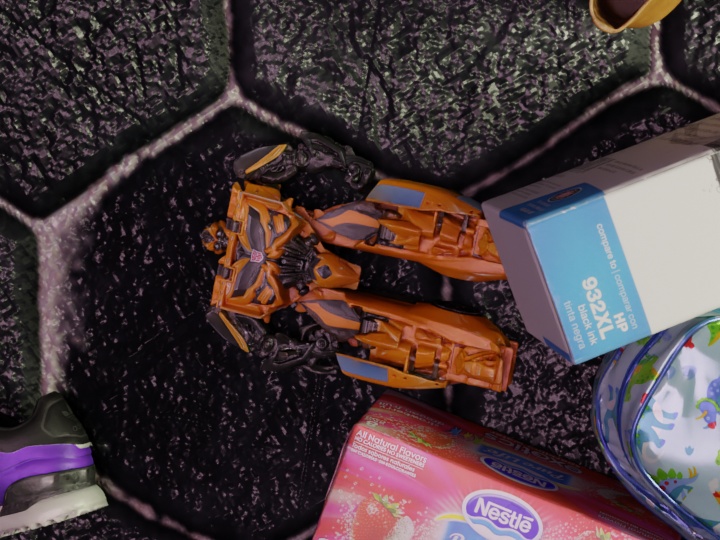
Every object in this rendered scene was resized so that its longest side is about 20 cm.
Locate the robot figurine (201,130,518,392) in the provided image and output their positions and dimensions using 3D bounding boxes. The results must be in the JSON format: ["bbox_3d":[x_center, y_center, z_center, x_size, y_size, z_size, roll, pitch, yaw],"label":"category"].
[{"bbox_3d":[0.000,0.000,1.532,0.199,0.058,0.146,12,99,9],"label":"robot figurine"}]

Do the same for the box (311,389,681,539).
[{"bbox_3d":[0.081,0.155,1.521,0.199,0.100,0.096,22,103,8],"label":"box"}]

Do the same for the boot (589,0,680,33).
[{"bbox_3d":[0.186,-0.220,1.413,0.071,0.144,0.202,27,103,5],"label":"boot"}]

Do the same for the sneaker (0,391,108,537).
[{"bbox_3d":[-0.258,0.121,1.607,0.199,0.070,0.100,-13,90,9],"label":"sneaker"}]

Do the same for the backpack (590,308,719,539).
[{"bbox_3d":[0.224,0.093,1.460,0.200,0.154,0.163,36,99,12],"label":"backpack"}]

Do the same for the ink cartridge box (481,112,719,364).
[{"bbox_3d":[0.180,-0.030,1.419,0.199,0.145,0.084,-21,97,-4],"label":"ink cartridge box"}]
